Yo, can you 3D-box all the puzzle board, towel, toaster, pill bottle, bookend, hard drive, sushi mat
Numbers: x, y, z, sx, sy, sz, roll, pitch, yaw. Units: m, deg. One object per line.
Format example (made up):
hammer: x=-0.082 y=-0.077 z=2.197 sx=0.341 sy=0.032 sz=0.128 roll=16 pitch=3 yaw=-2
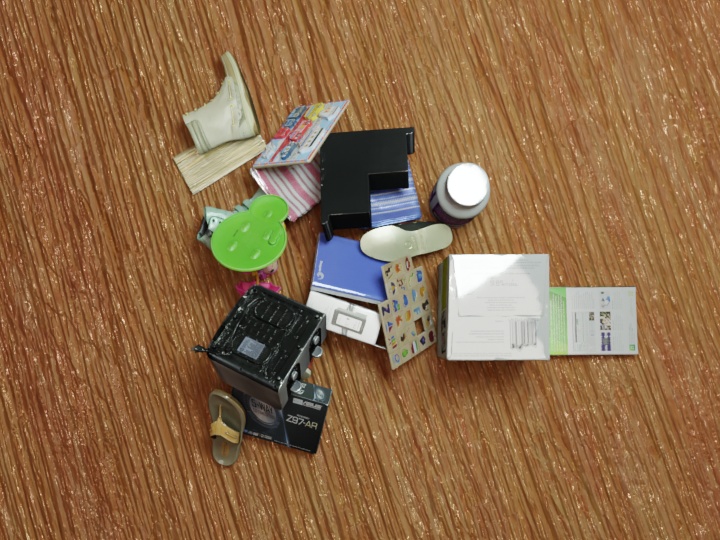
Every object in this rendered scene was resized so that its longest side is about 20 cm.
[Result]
puzzle board: x=-0.122 y=-0.286 z=1.348 sx=0.149 sy=0.018 sz=0.202 roll=0 pitch=48 yaw=35
towel: x=0.044 y=-0.191 z=1.402 sx=0.142 sy=0.024 sz=0.203 roll=-10 pitch=73 yaw=-8
toaster: x=-0.182 y=0.142 z=1.244 sx=0.197 sy=0.120 sz=0.182 roll=21 pitch=58 yaw=17
pill bottle: x=0.204 y=-0.156 z=1.337 sx=0.110 sy=0.200 sz=0.115 roll=0 pitch=86 yaw=0
bookend: x=0.019 y=-0.176 z=1.327 sx=0.196 sy=0.092 sz=0.202 roll=-4 pitch=70 yaw=4
hard drive: x=0.000 y=0.000 z=1.366 sx=0.196 sy=0.025 sz=0.134 roll=13 pitch=56 yaw=-10
towel: x=-0.121 y=-0.214 z=1.394 sx=0.200 sy=0.030 sz=0.147 roll=-41 pitch=90 yaw=-23
sushi mat: x=-0.308 y=-0.257 z=1.435 sx=0.198 sy=0.012 sz=0.097 roll=-32 pitch=88 yaw=-3

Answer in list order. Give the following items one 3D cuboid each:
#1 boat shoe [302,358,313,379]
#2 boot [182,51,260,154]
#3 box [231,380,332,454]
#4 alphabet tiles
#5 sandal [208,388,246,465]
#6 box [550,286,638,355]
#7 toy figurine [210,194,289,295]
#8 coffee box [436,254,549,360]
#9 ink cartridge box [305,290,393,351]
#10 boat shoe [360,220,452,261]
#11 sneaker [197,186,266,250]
boat shoe: x=-0.184 y=0.193 z=1.350 sx=0.197 sy=0.071 sz=0.063 roll=-10 pitch=55 yaw=26
boot: x=-0.313 y=-0.362 z=1.410 sx=0.152 sy=0.072 sz=0.203 roll=-19 pitch=79 yaw=2
box: x=-0.167 y=0.285 z=1.336 sx=0.197 sy=0.044 sz=0.162 roll=16 pitch=127 yaw=0
alphabet tiles: x=0.093 y=0.077 z=1.337 sx=0.007 sy=0.166 sz=0.204 roll=-5 pitch=102 yaw=41
sandal: x=-0.279 y=0.330 z=1.327 sx=0.079 sy=0.054 sz=0.203 roll=13 pitch=120 yaw=9
box: x=0.492 y=0.108 z=1.404 sx=0.196 sy=0.036 sz=0.147 roll=0 pitch=86 yaw=-2
toy figurine: x=-0.208 y=-0.024 z=1.350 sx=0.148 sy=0.185 sz=0.202 roll=17 pitch=55 yaw=12
coffee box: x=0.261 y=0.078 z=1.322 sx=0.196 sy=0.198 sz=0.204 roll=1 pitch=84 yaw=1
ink cartridge box: x=-0.017 y=0.105 z=1.359 sx=0.197 sy=0.116 sz=0.069 roll=19 pitch=87 yaw=1
boat shoe: x=0.093 y=-0.064 z=1.388 sx=0.198 sy=0.063 sz=0.075 roll=-8 pitch=99 yaw=-10
sneaker: x=-0.260 y=-0.122 z=1.371 sx=0.118 sy=0.073 sz=0.202 roll=34 pitch=87 yaw=-36
